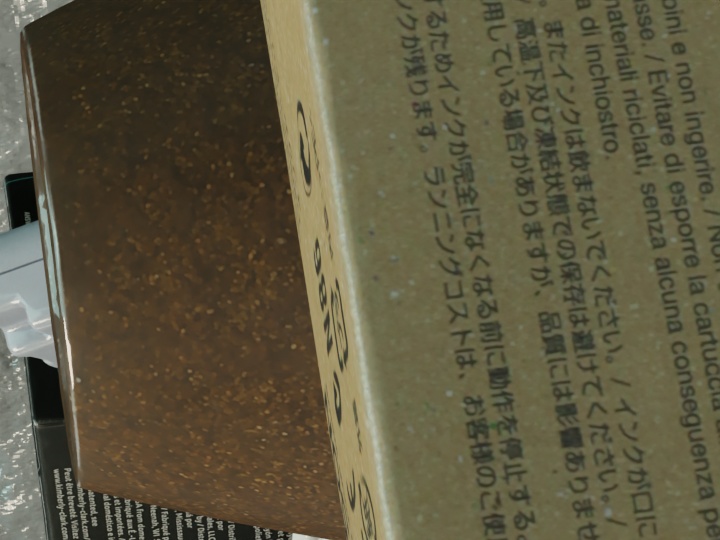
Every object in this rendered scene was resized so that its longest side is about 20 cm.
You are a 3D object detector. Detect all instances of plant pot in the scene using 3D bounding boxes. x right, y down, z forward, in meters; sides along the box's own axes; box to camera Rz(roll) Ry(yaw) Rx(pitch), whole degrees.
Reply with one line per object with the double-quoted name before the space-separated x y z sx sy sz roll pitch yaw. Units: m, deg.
"plant pot" 0.035 -0.015 0.535 0.187 0.200 0.187 173 90 -81

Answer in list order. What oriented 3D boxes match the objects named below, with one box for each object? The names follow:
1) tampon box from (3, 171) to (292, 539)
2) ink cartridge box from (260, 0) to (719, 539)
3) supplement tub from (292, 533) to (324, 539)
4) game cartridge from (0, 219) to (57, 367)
"tampon box" -0.033 0.044 1.053 0.150 0.200 0.126 -105 11 -48
"ink cartridge box" 0.070 -0.026 0.407 0.075 0.165 0.200 103 159 -73
"supplement tub" 0.058 0.137 0.712 0.200 0.140 0.140 -106 12 -48
"game cartridge" 0.006 0.004 0.710 0.200 0.133 0.042 20 -128 -58
